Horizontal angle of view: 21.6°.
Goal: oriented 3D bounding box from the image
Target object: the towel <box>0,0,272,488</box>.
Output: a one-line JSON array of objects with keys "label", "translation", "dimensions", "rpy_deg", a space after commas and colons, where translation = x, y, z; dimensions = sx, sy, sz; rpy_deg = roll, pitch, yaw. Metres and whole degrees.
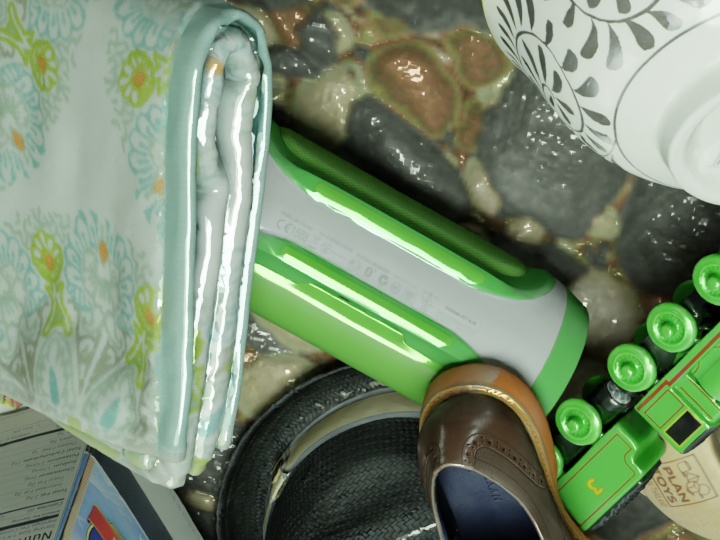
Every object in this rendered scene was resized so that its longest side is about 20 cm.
[{"label": "towel", "translation": [-0.113, -0.028, 0.790], "dimensions": [0.171, 0.048, 0.200], "rpy_deg": [22, 111, 41]}]

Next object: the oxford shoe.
[{"label": "oxford shoe", "translation": [0.071, 0.141, 0.825], "dimensions": [0.071, 0.073, 0.200], "rpy_deg": [-18, 115, 22]}]

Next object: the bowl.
[{"label": "bowl", "translation": [0.151, -0.086, 0.718], "dimensions": [0.201, 0.094, 0.201], "rpy_deg": [-5, 147, -3]}]

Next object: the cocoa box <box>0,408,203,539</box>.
[{"label": "cocoa box", "translation": [-0.143, 0.182, 0.900], "dimensions": [0.133, 0.131, 0.200], "rpy_deg": [-18, 118, 15]}]

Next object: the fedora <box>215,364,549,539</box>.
[{"label": "fedora", "translation": [0.016, 0.143, 0.926], "dimensions": [0.200, 0.092, 0.201], "rpy_deg": [4, 122, 6]}]

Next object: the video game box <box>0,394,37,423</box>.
[{"label": "video game box", "translation": [-0.198, 0.079, 0.947], "dimensions": [0.182, 0.047, 0.200], "rpy_deg": [5, 122, 2]}]

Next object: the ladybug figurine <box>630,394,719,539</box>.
[{"label": "ladybug figurine", "translation": [0.212, 0.054, 0.851], "dimensions": [0.200, 0.072, 0.136], "rpy_deg": [-24, 106, 26]}]

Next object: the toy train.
[{"label": "toy train", "translation": [0.139, 0.042, 0.808], "dimensions": [0.056, 0.042, 0.200], "rpy_deg": [46, 128, 9]}]

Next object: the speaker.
[{"label": "speaker", "translation": [0.000, 0.000, 0.846], "dimensions": [0.200, 0.088, 0.088], "rpy_deg": [29, 121, -10]}]
